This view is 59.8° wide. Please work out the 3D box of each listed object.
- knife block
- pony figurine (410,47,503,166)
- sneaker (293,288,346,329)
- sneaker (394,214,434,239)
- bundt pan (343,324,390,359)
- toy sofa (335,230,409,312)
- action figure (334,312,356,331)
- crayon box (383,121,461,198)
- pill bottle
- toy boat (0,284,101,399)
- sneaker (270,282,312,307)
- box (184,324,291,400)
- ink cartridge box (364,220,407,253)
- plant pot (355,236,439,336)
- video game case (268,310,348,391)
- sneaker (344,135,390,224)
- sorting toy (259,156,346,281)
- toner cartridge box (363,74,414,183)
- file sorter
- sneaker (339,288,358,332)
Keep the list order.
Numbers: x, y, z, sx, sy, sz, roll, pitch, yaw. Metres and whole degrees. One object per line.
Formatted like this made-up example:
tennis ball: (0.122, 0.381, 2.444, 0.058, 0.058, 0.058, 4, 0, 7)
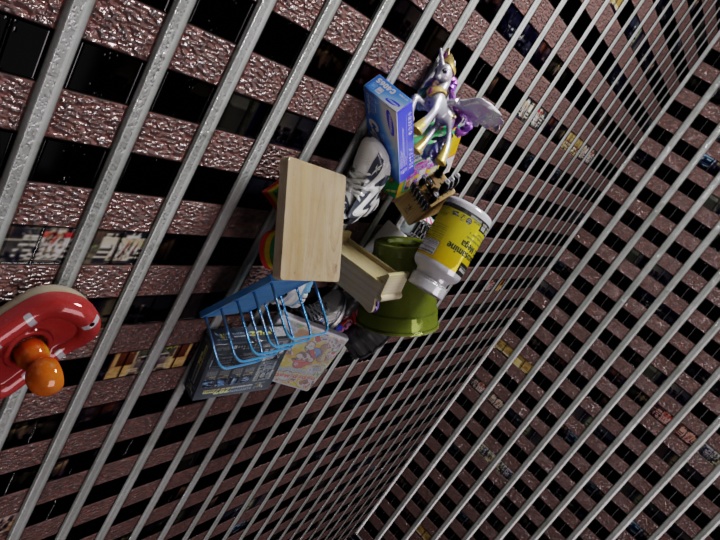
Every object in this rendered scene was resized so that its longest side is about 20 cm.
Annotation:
knife block: (0.168, -0.179, 1.374, 0.175, 0.065, 0.199, -37, 173, 35)
pony figurine: (0.173, -0.316, 1.265, 0.193, 0.165, 0.202, 41, 69, -42)
sneaker: (-0.115, 0.117, 1.480, 0.200, 0.077, 0.085, -45, 149, -4)
sneaker: (0.172, -0.093, 1.609, 0.084, 0.121, 0.199, -56, 154, 16)
bundt pan: (0.021, 0.130, 1.637, 0.201, 0.076, 0.203, -41, -162, 16)
toy sofa: (0.000, 0.000, 1.359, 0.082, 0.199, 0.099, -5, 125, -53)
action figure: (-0.092, 0.188, 1.554, 0.065, 0.100, 0.199, 27, 128, -35)
crayon box: (0.135, -0.253, 1.397, 0.199, 0.058, 0.120, -30, 148, -36)
pill bottle: (0.185, -0.045, 1.331, 0.202, 0.111, 0.112, -60, 155, -1)
toy boat: (-0.449, 0.118, 0.863, 0.199, 0.130, 0.131, -39, 154, -21)
sneaker: (-0.131, -0.001, 1.300, 0.086, 0.075, 0.202, -2, 128, -50)
box: (-0.259, 0.194, 1.339, 0.198, 0.051, 0.159, 0, 127, -43)
ink cartridge box: (0.083, -0.033, 1.607, 0.117, 0.067, 0.200, -48, 154, -1)
plant pot: (0.091, 0.027, 1.446, 0.199, 0.198, 0.197, -14, 112, -51)
video game case: (-0.153, 0.193, 1.462, 0.198, 0.023, 0.183, 24, 114, -36)
sneaker: (-0.014, -0.164, 1.249, 0.129, 0.079, 0.200, -43, 166, -33)
sorting toy: (-0.108, -0.085, 1.128, 0.198, 0.069, 0.204, 4, 90, -63)
toner cartridge box: (0.057, -0.267, 1.206, 0.043, 0.095, 0.201, -38, 152, -16)
file sorter: (-0.178, 0.096, 1.191, 0.198, 0.125, 0.138, -25, 169, 32)
sneaker: (-0.031, 0.074, 1.586, 0.200, 0.079, 0.095, -43, 120, 12)
